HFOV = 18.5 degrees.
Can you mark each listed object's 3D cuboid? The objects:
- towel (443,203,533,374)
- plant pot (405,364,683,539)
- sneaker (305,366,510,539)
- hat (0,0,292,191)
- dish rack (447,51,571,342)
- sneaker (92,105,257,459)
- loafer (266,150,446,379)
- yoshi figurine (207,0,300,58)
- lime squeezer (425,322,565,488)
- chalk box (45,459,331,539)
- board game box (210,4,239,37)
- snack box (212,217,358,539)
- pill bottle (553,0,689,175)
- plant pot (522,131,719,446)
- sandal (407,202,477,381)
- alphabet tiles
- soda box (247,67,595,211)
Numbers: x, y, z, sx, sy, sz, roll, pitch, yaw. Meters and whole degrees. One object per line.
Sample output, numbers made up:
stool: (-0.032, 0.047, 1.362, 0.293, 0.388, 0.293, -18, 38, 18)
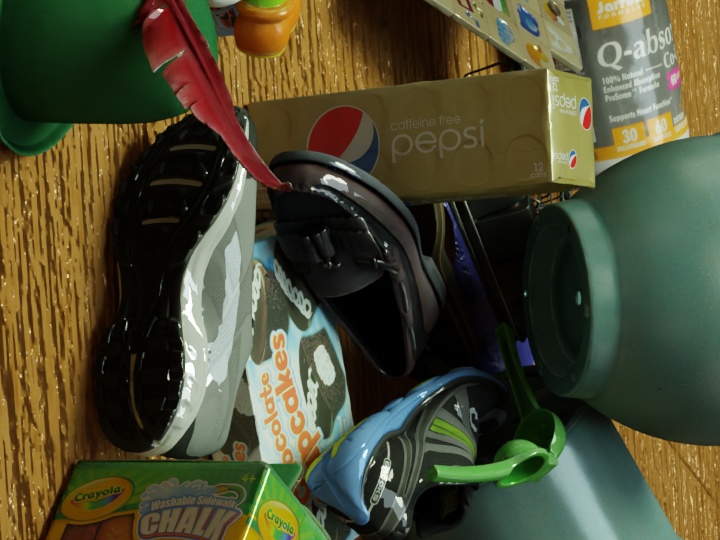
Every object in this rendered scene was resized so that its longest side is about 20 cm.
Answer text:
towel: (0.076, -0.014, 1.534, 0.148, 0.050, 0.200, -66, 141, -51)
plant pot: (0.117, 0.181, 1.454, 0.196, 0.200, 0.200, 63, 36, -21)
sneaker: (0.037, 0.116, 1.327, 0.083, 0.071, 0.200, 54, 29, 4)
hat: (-0.075, -0.113, 1.089, 0.166, 0.176, 0.200, 72, 33, -66)
dish rack: (0.105, -0.066, 1.480, 0.200, 0.055, 0.153, -83, 156, -51)
sneaker: (-0.091, 0.007, 1.203, 0.079, 0.074, 0.200, 27, 70, -54)
loafer: (0.000, 0.000, 1.296, 0.200, 0.072, 0.063, 50, 46, -55)
yoshi figurine: (-0.075, -0.217, 1.172, 0.112, 0.112, 0.200, -33, 143, -31)
lime squeezer: (0.091, 0.096, 1.316, 0.071, 0.038, 0.200, 59, 25, -13)
chalk box: (-0.088, 0.175, 1.138, 0.124, 0.125, 0.200, 57, 40, -42)
board game box: (-0.087, -0.259, 1.273, 0.200, 0.037, 0.151, 62, 37, -34)
snack box: (-0.048, 0.076, 1.304, 0.116, 0.037, 0.200, -29, 112, -60)
pill bottle: (0.172, -0.177, 1.647, 0.116, 0.116, 0.200, -39, 121, -55)
plant pot: (0.179, 0.014, 1.358, 0.134, 0.200, 0.200, -3, 90, -16)
sandal: (0.035, -0.015, 1.419, 0.055, 0.082, 0.200, -59, 137, -44)
alphabet tiles: (0.072, -0.210, 1.478, 0.200, 0.006, 0.166, 28, 36, -36)
soda box: (0.035, -0.074, 1.303, 0.064, 0.200, 0.068, 3, 84, -60)
